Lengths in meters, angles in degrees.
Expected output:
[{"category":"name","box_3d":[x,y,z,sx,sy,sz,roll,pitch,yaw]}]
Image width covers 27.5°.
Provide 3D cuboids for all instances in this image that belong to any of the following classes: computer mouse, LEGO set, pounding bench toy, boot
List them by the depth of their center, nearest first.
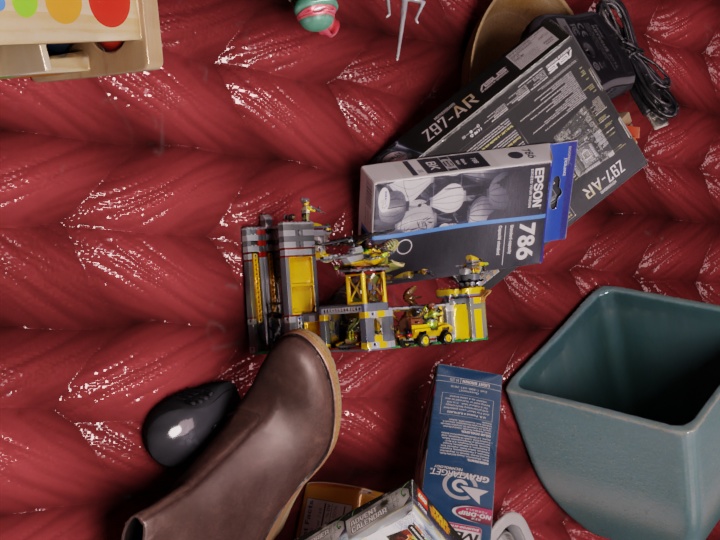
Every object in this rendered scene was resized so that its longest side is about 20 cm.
[{"category":"pounding bench toy","box_3d":[-0.215,-0.216,0.896,0.156,0.124,0.201,-13,101,-47]},{"category":"boot","box_3d":[-0.094,0.147,1.036,0.166,0.072,0.201,-22,134,-53]},{"category":"LEGO set","box_3d":[0.000,0.000,1.111,0.153,0.200,0.117,-4,89,-29]},{"category":"computer mouse","box_3d":[-0.084,0.105,1.121,0.200,0.034,0.059,-20,105,-47]},{"category":"computer mouse","box_3d":[0.205,-0.186,1.356,0.200,0.053,0.139,-11,71,-49]}]

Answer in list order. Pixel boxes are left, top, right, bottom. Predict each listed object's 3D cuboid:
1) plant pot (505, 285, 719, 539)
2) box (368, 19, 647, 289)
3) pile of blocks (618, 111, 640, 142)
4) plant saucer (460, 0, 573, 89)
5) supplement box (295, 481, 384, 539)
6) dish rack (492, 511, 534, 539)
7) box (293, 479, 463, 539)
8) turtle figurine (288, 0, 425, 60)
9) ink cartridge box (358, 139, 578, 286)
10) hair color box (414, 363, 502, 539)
[{"category":"plant pot","box_3d":[0.285,0.161,1.427,0.196,0.195,0.201,-41,128,-39]},{"category":"box","box_3d":[0.129,-0.092,1.265,0.200,0.044,0.160,-39,126,2]},{"category":"pile of blocks","box_3d":[0.208,-0.104,1.367,0.199,0.062,0.083,-12,100,-48]},{"category":"plant saucer","box_3d":[0.149,-0.167,1.371,0.200,0.035,0.201,-3,94,-49]},{"category":"supplement box","box_3d":[-0.020,0.273,1.175,0.066,0.069,0.201,24,75,-47]},{"category":"dish rack","box_3d":[0.103,0.334,1.331,0.200,0.043,0.172,-45,124,-38]},{"category":"box","box_3d":[0.037,0.259,1.094,0.200,0.137,0.040,52,19,-26]},{"category":"turtle figurine","box_3d":[-0.029,-0.258,1.123,0.150,0.100,0.201,13,66,-62]},{"category":"ink cartridge box","box_3d":[0.096,-0.048,1.226,0.199,0.039,0.100,-10,121,-18]},{"category":"hair color box","box_3d":[0.073,0.182,1.195,0.200,0.060,0.100,-80,179,-49]}]
